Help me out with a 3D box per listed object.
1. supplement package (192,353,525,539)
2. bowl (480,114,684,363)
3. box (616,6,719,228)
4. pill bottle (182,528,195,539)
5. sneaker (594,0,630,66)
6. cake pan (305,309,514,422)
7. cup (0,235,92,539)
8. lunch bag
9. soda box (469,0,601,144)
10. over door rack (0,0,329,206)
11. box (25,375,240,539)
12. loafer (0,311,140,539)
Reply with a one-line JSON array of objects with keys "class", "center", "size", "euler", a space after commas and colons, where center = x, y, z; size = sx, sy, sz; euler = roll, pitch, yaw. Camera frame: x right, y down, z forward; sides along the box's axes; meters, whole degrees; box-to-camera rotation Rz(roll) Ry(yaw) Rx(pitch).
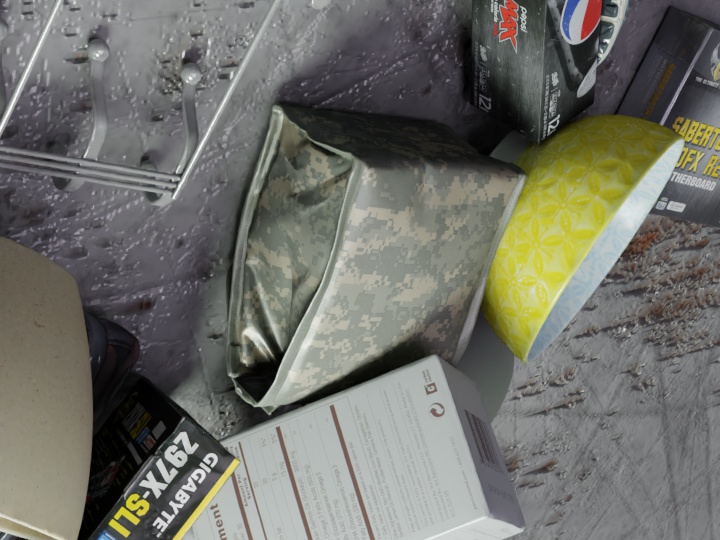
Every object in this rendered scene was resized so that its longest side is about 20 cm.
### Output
[{"class": "supplement package", "center": [-0.006, 0.155, 1.002], "size": [0.199, 0.118, 0.117], "euler": [-23, 161, 13]}, {"class": "bowl", "center": [0.139, -0.043, 1.072], "size": [0.200, 0.107, 0.200], "euler": [-49, 165, -18]}, {"class": "box", "center": [0.295, -0.119, 1.210], "size": [0.199, 0.048, 0.159], "euler": [8, 115, -44]}, {"class": "pill bottle", "center": [-0.177, 0.272, 1.054], "size": [0.200, 0.109, 0.109], "euler": [-40, 138, -11]}, {"class": "sneaker", "center": [0.183, -0.234, 1.010], "size": [0.086, 0.078, 0.201], "euler": [-20, 131, -33]}, {"class": "cake pan", "center": [0.046, 0.097, 1.168], "size": [0.199, 0.037, 0.201], "euler": [-22, 132, -27]}, {"class": "cup", "center": [-0.231, 0.055, 0.809], "size": [0.200, 0.199, 0.144], "euler": [36, 66, -48]}, {"class": "lunch bag", "center": [0.000, 0.000, 0.997], "size": [0.163, 0.117, 0.201], "euler": [0, 115, -41]}, {"class": "soda box", "center": [0.119, -0.187, 0.975], "size": [0.063, 0.071, 0.201], "euler": [-37, 145, -27]}, {"class": "over door rack", "center": [-0.128, -0.125, 0.819], "size": [0.147, 0.067, 0.200], "euler": [6, 136, -43]}, {"class": "box", "center": [-0.157, 0.153, 0.910], "size": [0.049, 0.200, 0.160], "euler": [41, 81, -14]}, {"class": "loafer", "center": [-0.208, 0.120, 0.947], "size": [0.063, 0.072, 0.201], "euler": [20, 104, -53]}]
